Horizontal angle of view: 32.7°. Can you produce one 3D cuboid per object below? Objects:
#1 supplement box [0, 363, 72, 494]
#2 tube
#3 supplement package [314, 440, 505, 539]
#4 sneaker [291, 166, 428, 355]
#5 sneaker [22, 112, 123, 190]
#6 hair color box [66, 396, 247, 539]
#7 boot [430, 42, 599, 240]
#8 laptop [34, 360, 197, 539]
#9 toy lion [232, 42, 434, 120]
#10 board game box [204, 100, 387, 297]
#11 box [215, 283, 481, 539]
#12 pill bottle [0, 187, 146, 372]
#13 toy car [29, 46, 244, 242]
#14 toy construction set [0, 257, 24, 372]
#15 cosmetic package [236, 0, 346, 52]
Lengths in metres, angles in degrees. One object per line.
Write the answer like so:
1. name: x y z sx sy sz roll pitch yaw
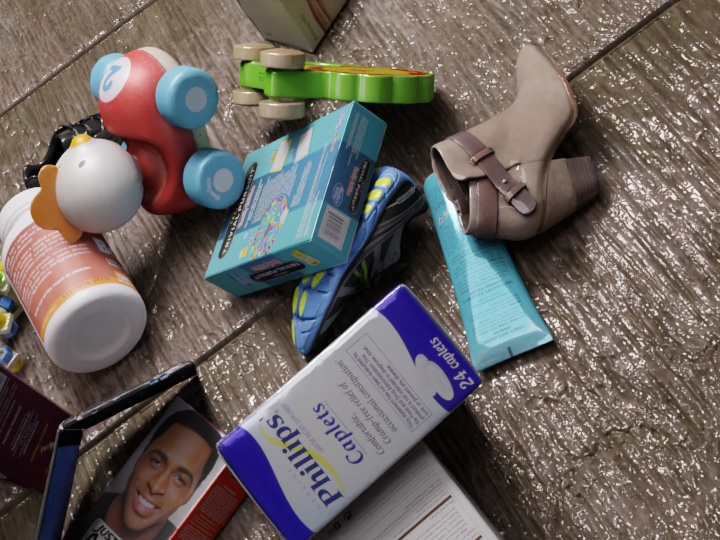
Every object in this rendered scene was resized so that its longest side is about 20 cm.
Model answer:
1. supplement box: -0.380 0.139 1.203 0.109 0.200 0.087 9 66 28
2. tube: 0.112 -0.006 1.155 0.077 0.050 0.202 -26 59 14
3. supplement package: 0.076 0.261 0.965 0.119 0.121 0.200 -39 53 -1
4. sneaker: 0.000 0.000 1.183 0.201 0.082 0.071 -58 27 3
5. sneaker: -0.300 -0.143 1.400 0.200 0.091 0.076 -47 52 -8
6. hair color box: -0.191 0.231 1.147 0.101 0.061 0.201 29 76 36
7. boot: 0.135 -0.122 1.164 0.144 0.071 0.203 -11 62 -15
8. laptop: -0.224 0.176 1.144 0.198 0.177 0.105 -26 87 -9
9. toy lion: -0.024 -0.197 1.275 0.188 0.070 0.200 -2 14 -19
10. board game box: -0.066 -0.066 1.216 0.199 0.047 0.153 -17 50 53
11. box: -0.012 0.122 1.031 0.199 0.184 0.105 -41 86 -6
12. pill bottle: -0.314 0.004 1.307 0.112 0.112 0.201 -39 53 0
13. toy car: -0.257 -0.116 1.266 0.199 0.179 0.183 -32 31 -29
14. toy construction set: -0.450 0.042 1.370 0.196 0.092 0.133 5 64 15
15. cosmetic package: -0.053 -0.366 1.406 0.086 0.103 0.202 22 74 34
